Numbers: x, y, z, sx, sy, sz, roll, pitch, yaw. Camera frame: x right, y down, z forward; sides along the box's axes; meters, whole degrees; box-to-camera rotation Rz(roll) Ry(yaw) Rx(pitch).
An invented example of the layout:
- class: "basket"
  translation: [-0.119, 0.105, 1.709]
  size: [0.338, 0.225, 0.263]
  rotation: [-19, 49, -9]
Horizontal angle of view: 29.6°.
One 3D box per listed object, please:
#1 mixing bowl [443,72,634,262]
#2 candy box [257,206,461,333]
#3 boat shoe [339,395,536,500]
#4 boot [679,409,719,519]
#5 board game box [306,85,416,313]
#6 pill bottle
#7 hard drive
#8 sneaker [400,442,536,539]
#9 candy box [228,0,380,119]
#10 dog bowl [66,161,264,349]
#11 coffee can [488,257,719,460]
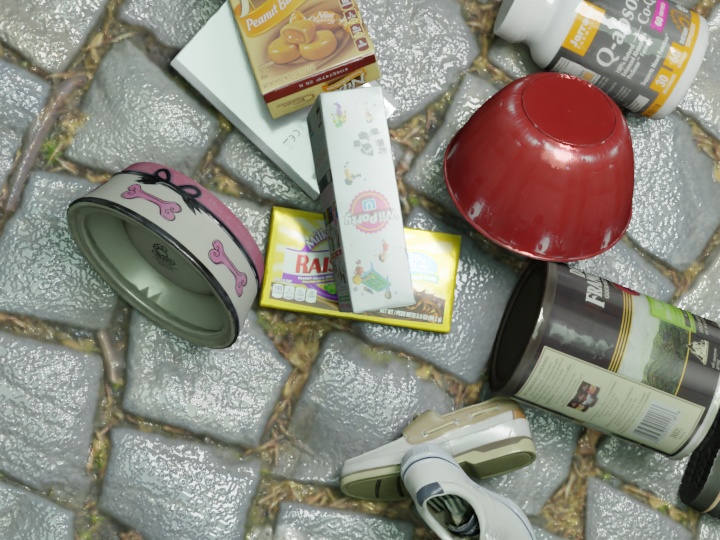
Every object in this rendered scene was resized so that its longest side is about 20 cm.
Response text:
- class: "mixing bowl"
  translation: [0.188, -0.119, 1.330]
  size: [0.197, 0.109, 0.202]
  rotation: [7, 51, -9]
- class: "candy box"
  translation: [0.000, 0.000, 1.385]
  size: [0.197, 0.026, 0.104]
  rotation: [8, 83, -8]
- class: "boat shoe"
  translation: [0.073, 0.179, 1.367]
  size: [0.197, 0.075, 0.069]
  rotation: [-11, 60, -1]
- class: "boot"
  translation: [0.435, 0.178, 1.418]
  size: [0.137, 0.077, 0.202]
  rotation: [26, 96, -9]
- class: "board game box"
  translation: [-0.001, -0.063, 1.299]
  size: [0.063, 0.148, 0.203]
  rotation: [-9, 90, -6]
- class: "pill bottle"
  translation: [0.244, -0.244, 1.389]
  size: [0.198, 0.116, 0.118]
  rotation: [23, 84, -6]
- class: "hard drive"
  translation: [-0.076, -0.188, 1.381]
  size: [0.200, 0.025, 0.132]
  rotation: [43, 88, -4]
- class: "sneaker"
  translation: [0.107, 0.249, 1.327]
  size: [0.073, 0.071, 0.200]
  rotation: [-36, 124, 21]
- class: "candy box"
  translation: [-0.066, -0.259, 1.313]
  size: [0.114, 0.055, 0.202]
  rotation: [-20, 68, 0]
- class: "dog bowl"
  translation: [-0.177, -0.019, 1.285]
  size: [0.200, 0.200, 0.074]
  rotation: [39, 65, -4]
- class: "coffee can"
  translation: [0.245, 0.087, 1.354]
  size: [0.198, 0.146, 0.148]
  rotation: [21, 84, -7]
